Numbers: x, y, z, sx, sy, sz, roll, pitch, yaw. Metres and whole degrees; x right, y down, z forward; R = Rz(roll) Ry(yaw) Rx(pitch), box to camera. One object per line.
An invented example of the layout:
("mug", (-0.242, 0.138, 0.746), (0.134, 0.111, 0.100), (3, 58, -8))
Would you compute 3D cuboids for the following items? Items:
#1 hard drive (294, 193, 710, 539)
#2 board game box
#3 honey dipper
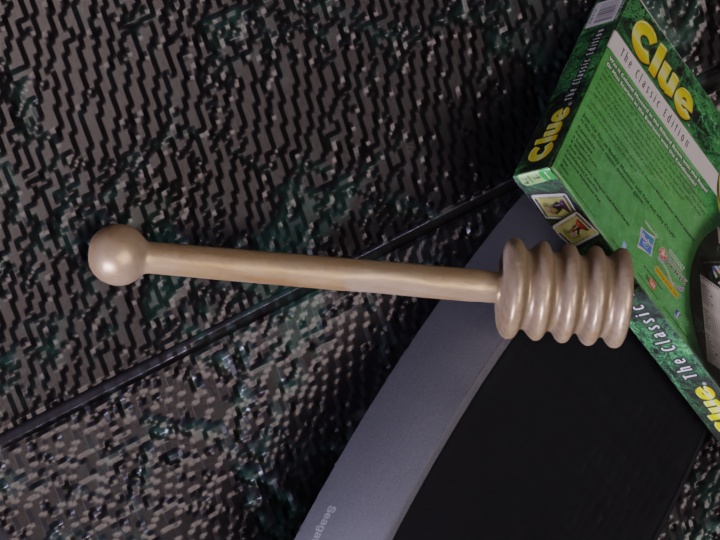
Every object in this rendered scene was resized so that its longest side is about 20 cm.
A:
("hard drive", (0.062, 0.081, 0.904), (0.135, 0.042, 0.201), (48, 63, -27))
("board game box", (0.139, -0.005, 0.935), (0.200, 0.023, 0.105), (50, 50, -26))
("honey dipper", (0.000, 0.000, 0.854), (0.198, 0.038, 0.038), (6, 100, -5))
